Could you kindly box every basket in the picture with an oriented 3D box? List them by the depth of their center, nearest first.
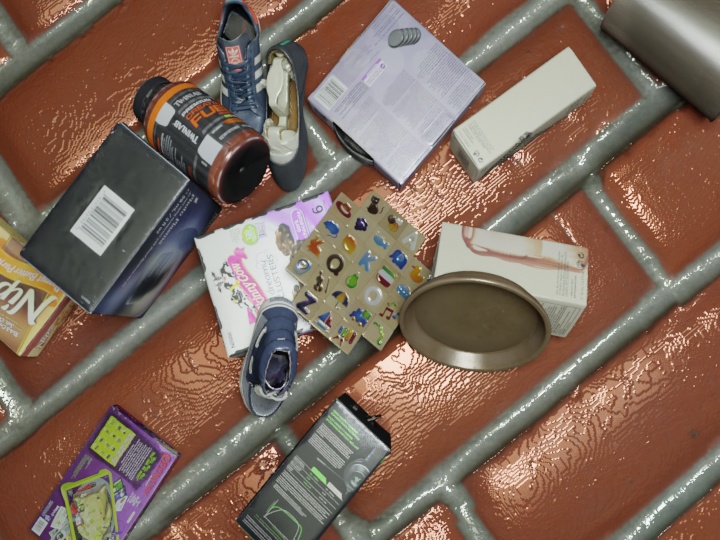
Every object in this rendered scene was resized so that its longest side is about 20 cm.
[{"bbox_3d":[0.439,-0.331,1.005,0.197,0.136,0.183,33,82,9],"label":"basket"}]

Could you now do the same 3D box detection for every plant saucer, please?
[{"bbox_3d":[0.147,0.066,0.958,0.194,0.203,0.030,11,51,4],"label":"plant saucer"}]

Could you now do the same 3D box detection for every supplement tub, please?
[{"bbox_3d":[-0.224,-0.186,1.016,0.198,0.107,0.108,37,87,20],"label":"supplement tub"}]

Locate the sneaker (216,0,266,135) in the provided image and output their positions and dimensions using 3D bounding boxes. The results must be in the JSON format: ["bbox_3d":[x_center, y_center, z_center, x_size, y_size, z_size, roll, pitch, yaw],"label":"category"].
[{"bbox_3d":[-0.172,-0.283,1.044,0.073,0.085,0.206,-8,84,1],"label":"sneaker"}]

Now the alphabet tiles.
[{"bbox_3d":[0.000,0.000,0.983,0.165,0.006,0.202,39,69,-7],"label":"alphabet tiles"}]

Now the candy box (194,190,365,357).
[{"bbox_3d":[-0.109,0.008,1.018,0.195,0.072,0.172,-19,84,-1],"label":"candy box"}]

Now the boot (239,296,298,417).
[{"bbox_3d":[-0.118,0.138,0.945,0.071,0.091,0.204,4,127,-10],"label":"boot"}]

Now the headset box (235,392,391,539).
[{"bbox_3d":[-0.047,0.254,0.941,0.092,0.174,0.201,40,86,6],"label":"headset box"}]

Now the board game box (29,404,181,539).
[{"bbox_3d":[-0.350,0.304,1.021,0.119,0.032,0.202,34,87,9],"label":"board game box"}]

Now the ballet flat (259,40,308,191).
[{"bbox_3d":[-0.109,-0.212,1.020,0.071,0.073,0.206,4,100,3],"label":"ballet flat"}]

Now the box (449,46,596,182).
[{"bbox_3d":[0.220,-0.212,1.024,0.198,0.082,0.069,-35,83,0],"label":"box"}]

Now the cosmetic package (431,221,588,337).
[{"bbox_3d":[0.192,0.013,0.983,0.194,0.104,0.089,11,62,2],"label":"cosmetic package"}]

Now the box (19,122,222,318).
[{"bbox_3d":[-0.298,-0.054,0.969,0.122,0.198,0.202,37,87,3],"label":"box"}]

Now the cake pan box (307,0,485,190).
[{"bbox_3d":[0.049,-0.245,1.050,0.183,0.052,0.201,40,87,8],"label":"cake pan box"}]

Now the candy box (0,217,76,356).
[{"bbox_3d":[-0.502,0.012,1.042,0.199,0.055,0.116,39,87,5],"label":"candy box"}]
